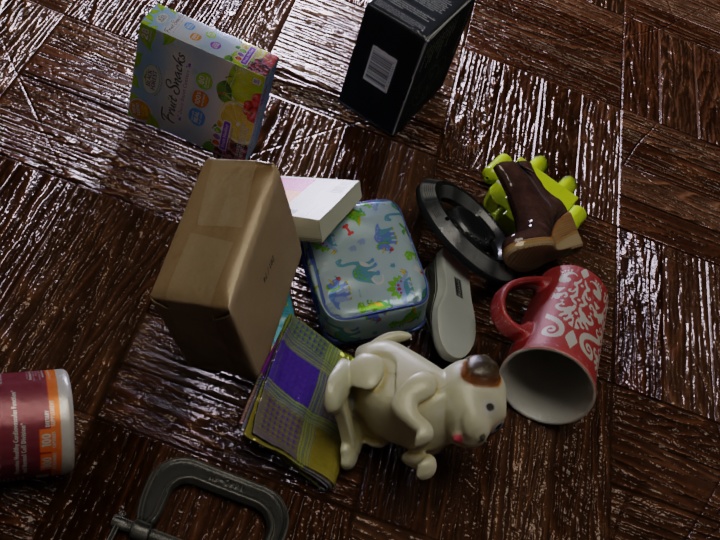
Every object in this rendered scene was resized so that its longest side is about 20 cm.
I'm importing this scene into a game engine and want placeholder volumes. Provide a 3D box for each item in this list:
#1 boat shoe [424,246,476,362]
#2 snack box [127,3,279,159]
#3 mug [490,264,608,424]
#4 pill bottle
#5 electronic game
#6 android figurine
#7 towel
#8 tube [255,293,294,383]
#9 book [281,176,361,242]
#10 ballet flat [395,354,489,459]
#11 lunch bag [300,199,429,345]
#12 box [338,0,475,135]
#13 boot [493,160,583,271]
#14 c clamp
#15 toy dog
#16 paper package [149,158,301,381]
[{"bbox_3d":[0.118,0.056,1.360,0.070,0.064,0.202,33,38,-22],"label":"boat shoe"},{"bbox_3d":[-0.236,-0.272,1.432,0.197,0.170,0.068,23,43,1],"label":"snack box"},{"bbox_3d":[0.271,0.077,1.335,0.131,0.180,0.201,-5,33,29],"label":"mug"},{"bbox_3d":[-0.409,0.169,1.028,0.196,0.115,0.116,-3,52,-22],"label":"pill bottle"},{"bbox_3d":[0.159,-0.060,1.445,0.199,0.042,0.202,36,27,-21],"label":"electronic game"},{"bbox_3d":[0.279,-0.116,1.583,0.181,0.041,0.199,39,47,13],"label":"android figurine"},{"bbox_3d":[-0.063,0.160,1.200,0.143,0.023,0.202,37,44,-16],"label":"towel"},{"bbox_3d":[-0.113,0.075,1.273,0.076,0.051,0.203,-6,57,-10],"label":"tube"},{"bbox_3d":[-0.113,-0.094,1.345,0.196,0.049,0.134,6,31,25],"label":"book"},{"bbox_3d":[0.115,0.170,1.258,0.072,0.073,0.200,39,49,15],"label":"ballet flat"},{"bbox_3d":[0.000,0.000,1.336,0.157,0.083,0.203,-11,53,-11],"label":"lunch bag"},{"bbox_3d":[0.079,-0.373,1.615,0.123,0.202,0.197,33,47,11],"label":"box"},{"bbox_3d":[0.240,-0.088,1.460,0.198,0.072,0.168,-8,61,-47],"label":"boot"},{"bbox_3d":[-0.180,0.291,1.076,0.196,0.027,0.173,16,42,-5],"label":"c clamp"},{"bbox_3d":[0.079,0.160,1.167,0.196,0.142,0.195,3,31,19],"label":"toy dog"},{"bbox_3d":[-0.154,0.001,1.182,0.101,0.192,0.203,9,60,13],"label":"paper package"}]
